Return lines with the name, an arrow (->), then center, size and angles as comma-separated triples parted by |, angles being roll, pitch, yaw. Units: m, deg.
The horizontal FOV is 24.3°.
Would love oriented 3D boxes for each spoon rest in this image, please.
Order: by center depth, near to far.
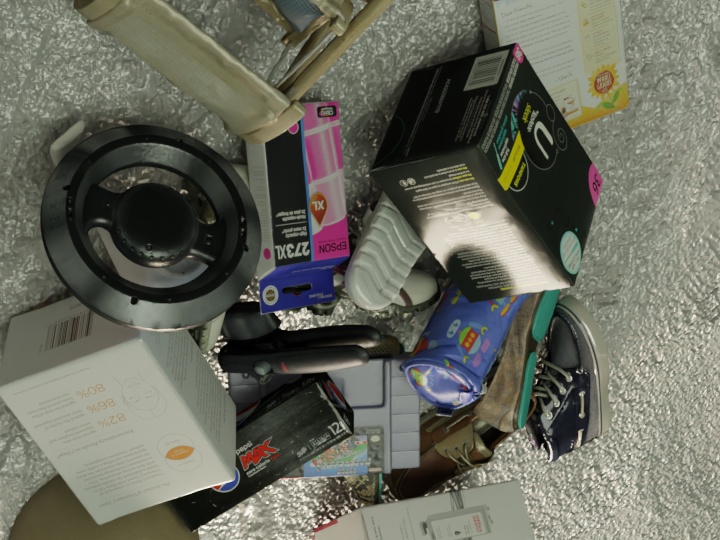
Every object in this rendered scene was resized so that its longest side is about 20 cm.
spoon rest -> -0.207, -0.046, 1.536 | 0.200, 0.061, 0.099 | 48, 63, -5

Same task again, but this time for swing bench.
swing bench -> -0.110, -0.238, 1.455 | 0.199, 0.130, 0.200 | 36, 95, -22

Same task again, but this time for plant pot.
plant pot -> -0.245, 0.309, 1.695 | 0.200, 0.134, 0.200 | -12, 120, -21

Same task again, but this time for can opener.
can opener -> -0.066, 0.077, 1.634 | 0.079, 0.200, 0.063 | 55, 53, -36

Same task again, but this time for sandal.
sandal -> 0.035, -0.045, 1.682 | 0.082, 0.050, 0.203 | 50, 56, -20

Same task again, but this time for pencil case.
pencil case -> 0.118, 0.053, 1.725 | 0.200, 0.087, 0.078 | -59, 172, -33

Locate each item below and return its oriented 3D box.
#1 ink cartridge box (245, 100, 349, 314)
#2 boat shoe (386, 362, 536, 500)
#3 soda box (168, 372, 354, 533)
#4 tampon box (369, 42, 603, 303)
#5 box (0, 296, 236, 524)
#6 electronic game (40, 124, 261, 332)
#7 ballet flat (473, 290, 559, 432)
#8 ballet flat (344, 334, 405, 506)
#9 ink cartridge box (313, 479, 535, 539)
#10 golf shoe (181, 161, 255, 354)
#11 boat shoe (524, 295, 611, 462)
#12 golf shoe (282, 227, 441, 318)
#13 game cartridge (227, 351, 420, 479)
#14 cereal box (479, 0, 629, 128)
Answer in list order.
ink cartridge box -> -0.060, -0.062, 1.606 | 0.095, 0.037, 0.200 | -10, 101, -40
boat shoe -> 0.113, 0.186, 1.855 | 0.200, 0.072, 0.076 | -45, 126, 0
soda box -> -0.106, 0.178, 1.686 | 0.200, 0.063, 0.071 | -32, 102, 9
tampon box -> 0.130, -0.092, 1.643 | 0.200, 0.126, 0.150 | 51, 44, -34
box -> -0.227, 0.123, 1.593 | 0.152, 0.106, 0.200 | -19, 127, 12
electronic game -> -0.185, -0.039, 1.485 | 0.200, 0.200, 0.042 | -7, 160, -24
ballet flat -> 0.166, 0.074, 1.817 | 0.068, 0.067, 0.200 | 54, 50, -66
ballet flat -> -0.004, 0.160, 1.791 | 0.075, 0.068, 0.200 | 4, 109, -14
ink cartridge box -> 0.070, 0.296, 1.841 | 0.200, 0.147, 0.083 | -7, 75, -25
golf shoe -> -0.127, -0.009, 1.629 | 0.097, 0.078, 0.200 | -5, 119, -32
boat shoe -> 0.226, 0.128, 1.879 | 0.093, 0.075, 0.200 | -30, 126, -21
golf shoe -> 0.000, 0.000, 1.699 | 0.200, 0.077, 0.088 | 2, 103, -31
game cartridge -> -0.037, 0.152, 1.736 | 0.200, 0.038, 0.130 | -3, 102, -6
cereal box -> 0.197, -0.237, 1.696 | 0.144, 0.040, 0.200 | -21, 123, -16
